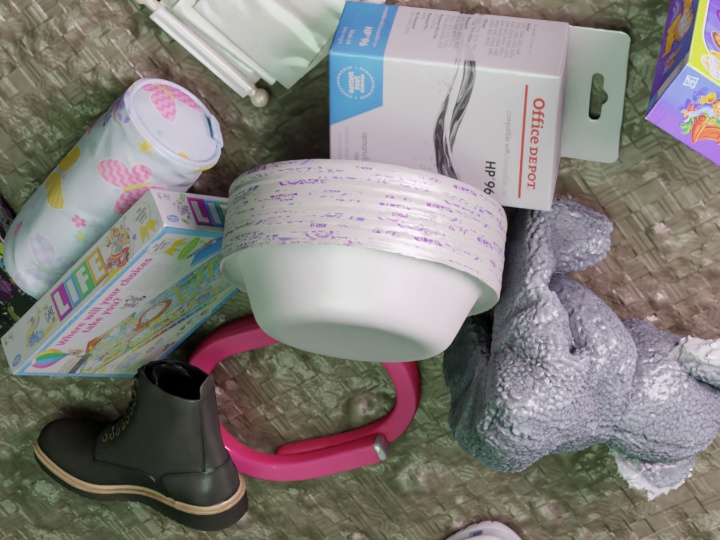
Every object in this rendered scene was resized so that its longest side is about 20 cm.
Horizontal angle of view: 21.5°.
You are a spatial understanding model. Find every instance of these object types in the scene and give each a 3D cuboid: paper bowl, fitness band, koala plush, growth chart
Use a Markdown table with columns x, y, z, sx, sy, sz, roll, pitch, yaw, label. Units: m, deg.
| x | y | z | sx | sy | sz | roll | pitch | yaw | label |
| --- | --- | --- | --- | --- | --- | --- | --- | --- | --- |
| 0.000 | 0.000 | 1.328 | 0.199 | 0.105 | 0.201 | 7 | 165 | 2 | paper bowl |
| -0.049 | 0.097 | 1.509 | 0.199 | 0.038 | 0.144 | -15 | 116 | 23 | fitness band |
| 0.178 | 0.081 | 1.366 | 0.199 | 0.184 | 0.178 | 20 | 127 | -12 | koala plush |
| -0.057 | -0.203 | 1.330 | 0.199 | 0.018 | 0.145 | -33 | 108 | 30 | growth chart |

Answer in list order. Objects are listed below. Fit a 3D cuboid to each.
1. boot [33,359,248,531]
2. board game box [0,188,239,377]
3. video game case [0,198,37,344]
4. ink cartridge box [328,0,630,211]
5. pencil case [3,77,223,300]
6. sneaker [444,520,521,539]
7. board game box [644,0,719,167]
| x | y | z | sx | sy | sz | roll | pitch | yaw | label |
| --- | --- | --- | --- | --- | --- | --- | --- | --- | --- |
| -0.183 | 0.117 | 1.521 | 0.198 | 0.078 | 0.139 | 11 | 128 | 25 | boot |
| -0.162 | 0.014 | 1.437 | 0.200 | 0.134 | 0.034 | -41 | 62 | 32 | board game box |
| -0.357 | -0.016 | 1.524 | 0.180 | 0.036 | 0.201 | -23 | 113 | 27 | video game case |
| 0.081 | -0.111 | 1.309 | 0.198 | 0.068 | 0.117 | 7 | 130 | 8 | ink cartridge box |
| -0.187 | -0.054 | 1.424 | 0.090 | 0.084 | 0.200 | 27 | 128 | -24 | pencil case |
| 0.048 | 0.279 | 1.570 | 0.075 | 0.082 | 0.200 | 42 | 123 | -12 | sneaker |
| 0.253 | -0.120 | 1.183 | 0.134 | 0.200 | 0.045 | 32 | 125 | -7 | board game box |
